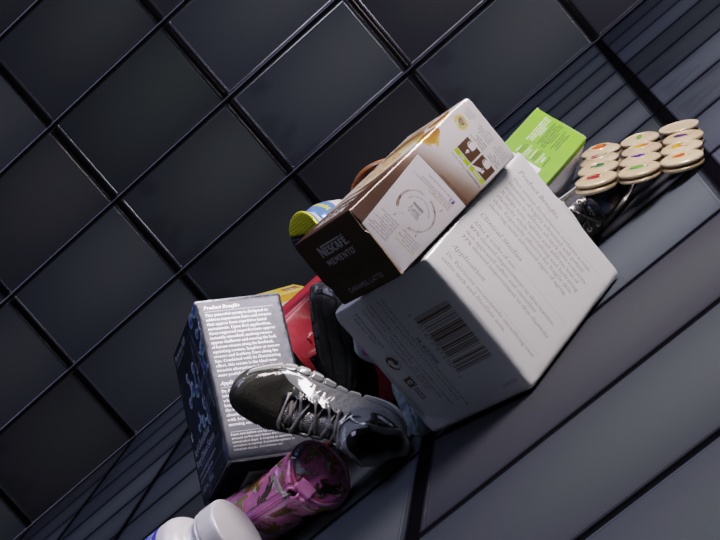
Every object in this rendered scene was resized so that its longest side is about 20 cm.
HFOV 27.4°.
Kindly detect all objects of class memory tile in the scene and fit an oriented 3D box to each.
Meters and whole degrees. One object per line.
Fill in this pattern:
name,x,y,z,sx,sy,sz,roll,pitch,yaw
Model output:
memory tile,0.330,-0.136,1.741,0.152,0.017,0.200,-14,14,15

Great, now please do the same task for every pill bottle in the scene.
pill bottle,-0.201,0.334,1.571,0.200,0.112,0.112,-40,6,16

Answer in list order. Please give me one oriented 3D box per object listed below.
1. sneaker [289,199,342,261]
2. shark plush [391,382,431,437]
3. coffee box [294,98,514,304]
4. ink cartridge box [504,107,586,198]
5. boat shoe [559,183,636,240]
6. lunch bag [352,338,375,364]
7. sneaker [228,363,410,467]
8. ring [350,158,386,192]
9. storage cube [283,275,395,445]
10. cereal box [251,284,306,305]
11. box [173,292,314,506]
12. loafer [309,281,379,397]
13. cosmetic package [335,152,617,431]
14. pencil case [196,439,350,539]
sneaker,0.000,0.000,1.771,0.074,0.201,0.082,-27,8,45
shark plush,0.049,0.070,1.551,0.090,0.202,0.083,-7,8,29
coffee box,0.044,-0.068,1.444,0.200,0.080,0.114,-45,9,-35
ink cartridge box,0.192,-0.075,1.821,0.148,0.076,0.201,-46,-19,-32
boat shoe,0.264,-0.065,1.740,0.200,0.070,0.066,-36,1,-37
lunch bag,0.087,0.023,1.671,0.201,0.159,0.077,-63,-25,-25
sneaker,-0.036,0.154,1.537,0.116,0.198,0.076,-133,58,-75
ring,0.079,-0.058,1.760,0.200,0.200,0.019,-34,25,49
storage cube,-0.023,0.097,1.878,0.180,0.171,0.200,-42,5,-25
cereal box,-0.122,0.132,1.979,0.143,0.202,0.039,-14,15,-41
box,-0.138,0.150,1.713,0.106,0.201,0.149,-5,-27,-20
loafer,-0.023,0.108,1.730,0.070,0.202,0.068,4,17,35
cosmetic package,0.119,0.024,1.497,0.200,0.168,0.166,-45,7,-40
pencil case,-0.099,0.260,1.627,0.200,0.086,0.083,-37,38,40
